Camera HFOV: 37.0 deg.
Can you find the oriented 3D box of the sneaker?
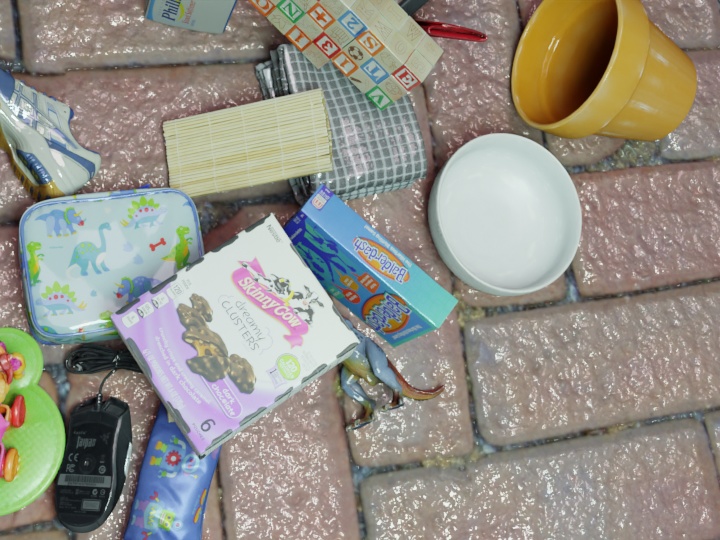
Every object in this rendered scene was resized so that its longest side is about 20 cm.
[{"bbox_3d":[-0.372,-0.171,1.203,0.088,0.075,0.201,-38,98,-33],"label":"sneaker"}]

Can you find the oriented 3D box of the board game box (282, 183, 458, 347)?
[{"bbox_3d":[0.000,0.000,1.235,0.200,0.152,0.045,40,69,-5],"label":"board game box"}]

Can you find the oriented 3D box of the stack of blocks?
[{"bbox_3d":[-0.017,-0.279,1.226,0.200,0.115,0.059,42,59,-14],"label":"stack of blocks"}]

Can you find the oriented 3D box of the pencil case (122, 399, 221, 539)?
[{"bbox_3d":[-0.192,0.217,1.159,0.086,0.078,0.202,10,74,13],"label":"pencil case"}]

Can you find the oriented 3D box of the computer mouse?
[{"bbox_3d":[-0.250,0.176,1.148,0.139,0.046,0.202,-6,70,15],"label":"computer mouse"}]

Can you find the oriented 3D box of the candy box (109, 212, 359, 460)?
[{"bbox_3d":[-0.128,0.067,1.115,0.199,0.072,0.168,-34,83,-15],"label":"candy box"}]

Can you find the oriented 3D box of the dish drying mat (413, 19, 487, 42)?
[{"bbox_3d":[0.082,-0.294,1.311,0.076,0.200,0.018,5,102,-18],"label":"dish drying mat"}]

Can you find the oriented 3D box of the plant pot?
[{"bbox_3d":[0.327,-0.253,1.392,0.182,0.200,0.202,15,73,-30],"label":"plant pot"}]

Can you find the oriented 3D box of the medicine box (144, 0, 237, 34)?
[{"bbox_3d":[-0.182,-0.410,1.252,0.102,0.182,0.202,7,76,-16],"label":"medicine box"}]

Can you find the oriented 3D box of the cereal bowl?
[{"bbox_3d":[0.170,-0.063,1.342,0.198,0.083,0.202,4,76,-18],"label":"cereal bowl"}]

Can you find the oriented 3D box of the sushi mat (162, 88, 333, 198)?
[{"bbox_3d":[-0.131,-0.145,1.246,0.198,0.012,0.097,-10,83,9],"label":"sushi mat"}]

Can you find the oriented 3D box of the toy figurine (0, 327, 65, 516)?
[{"bbox_3d":[-0.372,0.129,1.054,0.149,0.184,0.202,6,71,-6],"label":"toy figurine"}]

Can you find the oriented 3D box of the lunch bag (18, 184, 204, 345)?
[{"bbox_3d":[-0.270,-0.008,1.184,0.198,0.082,0.162,-8,81,-20],"label":"lunch bag"}]

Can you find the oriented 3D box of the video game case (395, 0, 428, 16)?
[{"bbox_3d":[0.036,-0.392,1.350,0.180,0.026,0.200,32,64,31],"label":"video game case"}]

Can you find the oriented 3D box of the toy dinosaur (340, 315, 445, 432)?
[{"bbox_3d":[-0.022,0.093,1.268,0.199,0.105,0.183,-4,66,-53],"label":"toy dinosaur"}]

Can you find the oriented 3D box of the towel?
[{"bbox_3d":[-0.020,-0.189,1.308,0.164,0.086,0.202,-14,82,-21],"label":"towel"}]
